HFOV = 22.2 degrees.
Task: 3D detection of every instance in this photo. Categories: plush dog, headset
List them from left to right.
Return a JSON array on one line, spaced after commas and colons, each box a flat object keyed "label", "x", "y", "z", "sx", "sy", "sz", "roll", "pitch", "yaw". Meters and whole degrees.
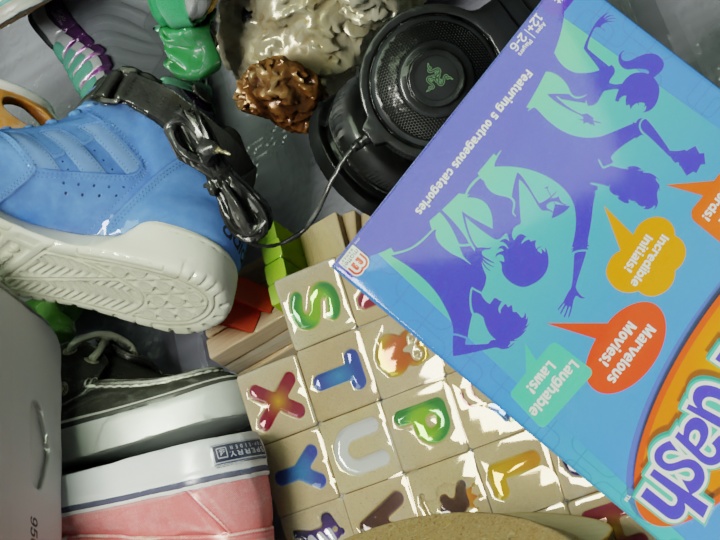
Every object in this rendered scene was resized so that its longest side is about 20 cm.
[{"label": "plush dog", "x": -0.010, "y": -0.159, "z": 0.911, "sx": 0.172, "sy": 0.160, "sz": 0.201, "roll": -47, "pitch": 32, "yaw": 30}, {"label": "headset", "x": 0.011, "y": -0.079, "z": 0.813, "sx": 0.200, "sy": 0.123, "sz": 0.094, "roll": -38, "pitch": 87, "yaw": -28}]

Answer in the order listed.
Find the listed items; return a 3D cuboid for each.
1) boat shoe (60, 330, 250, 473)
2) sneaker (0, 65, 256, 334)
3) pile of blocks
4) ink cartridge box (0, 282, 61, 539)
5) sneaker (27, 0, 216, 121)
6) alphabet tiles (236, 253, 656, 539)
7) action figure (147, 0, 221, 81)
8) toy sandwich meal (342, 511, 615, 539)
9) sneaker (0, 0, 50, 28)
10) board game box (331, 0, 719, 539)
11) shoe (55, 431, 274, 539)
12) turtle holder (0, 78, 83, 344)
[{"label": "boat shoe", "x": -0.137, "y": 0.064, "z": 0.905, "sx": 0.199, "sy": 0.071, "sz": 0.064, "roll": -13, "pitch": 80, "yaw": 31}, {"label": "sneaker", "x": -0.146, "y": -0.049, "z": 0.864, "sx": 0.198, "sy": 0.077, "sz": 0.112, "roll": 15, "pitch": 53, "yaw": -3}, {"label": "pile of blocks", "x": 0.000, "y": 0.000, "z": 0.854, "sx": 0.199, "sy": 0.062, "sz": 0.083, "roll": -6, "pitch": 64, "yaw": 32}, {"label": "ink cartridge box", "x": -0.242, "y": 0.095, "z": 0.835, "sx": 0.198, "sy": 0.084, "sz": 0.146, "roll": -17, "pitch": 58, "yaw": 16}, {"label": "sneaker", "x": -0.109, "y": -0.116, "z": 0.983, "sx": 0.087, "sy": 0.074, "sz": 0.200, "roll": -43, "pitch": 49, "yaw": 4}, {"label": "alphabet tiles", "x": 0.043, "y": 0.060, "z": 0.786, "sx": 0.199, "sy": 0.006, "sz": 0.168, "roll": -22, "pitch": 80, "yaw": 24}, {"label": "action figure", "x": -0.084, "y": -0.187, "z": 0.858, "sx": 0.118, "sy": 0.054, "sz": 0.202, "roll": -123, "pitch": 30, "yaw": -68}, {"label": "toy sandwich meal", "x": 0.025, "y": 0.164, "z": 0.688, "sx": 0.203, "sy": 0.071, "sz": 0.206, "roll": -15, "pitch": 28, "yaw": 8}, {"label": "sneaker", "x": -0.195, "y": -0.189, "z": 1.014, "sx": 0.071, "sy": 0.080, "sz": 0.200, "roll": -28, "pitch": 22, "yaw": 8}, {"label": "board game box", "x": 0.112, "y": 0.004, "z": 0.726, "sx": 0.200, "sy": 0.045, "sz": 0.152, "roll": 39, "pitch": 92, "yaw": 11}, {"label": "shoe", "x": -0.110, "y": 0.138, "z": 0.857, "sx": 0.199, "sy": 0.071, "sz": 0.092, "roll": -19, "pitch": 79, "yaw": 44}, {"label": "turtle holder", "x": -0.212, "y": -0.020, "z": 0.980, "sx": 0.186, "sy": 0.140, "sz": 0.133, "roll": 123, "pitch": 155, "yaw": -64}]
